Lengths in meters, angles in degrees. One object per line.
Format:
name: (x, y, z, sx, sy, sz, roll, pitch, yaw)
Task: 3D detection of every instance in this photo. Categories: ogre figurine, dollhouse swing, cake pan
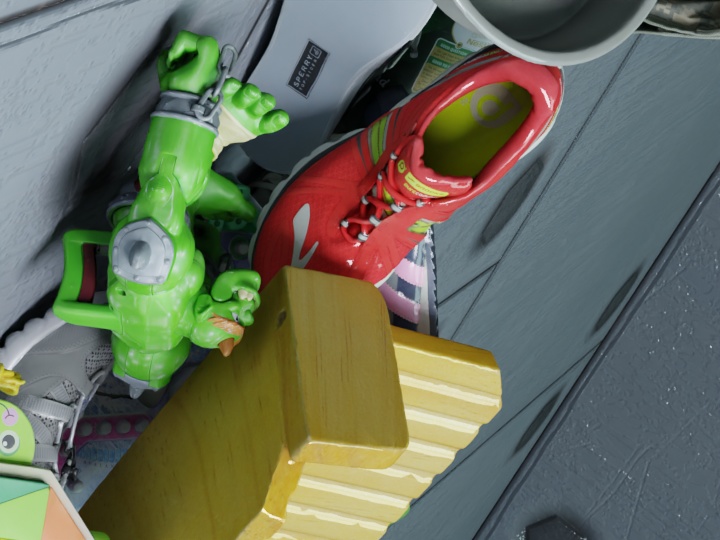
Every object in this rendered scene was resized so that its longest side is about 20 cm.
ogre figurine: (-0.093, -0.016, 1.332, 0.200, 0.098, 0.120, -44, -156, 58)
dollhouse swing: (-0.021, 0.127, 1.383, 0.200, 0.175, 0.182, -49, -150, 27)
cake pan: (0.085, -0.201, 1.344, 0.037, 0.201, 0.200, 1, -141, 47)

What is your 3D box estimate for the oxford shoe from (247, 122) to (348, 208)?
oxford shoe: (-0.037, -0.046, 1.576, 0.200, 0.075, 0.058, -40, 122, -25)

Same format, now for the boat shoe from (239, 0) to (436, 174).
boat shoe: (0.000, -0.132, 1.416, 0.068, 0.073, 0.200, -51, 173, -45)

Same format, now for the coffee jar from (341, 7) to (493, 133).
coffee jar: (0.057, -0.160, 1.478, 0.201, 0.085, 0.105, -61, -150, 33)

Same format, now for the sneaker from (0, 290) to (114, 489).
sneaker: (-0.171, 0.097, 1.371, 0.200, 0.082, 0.075, -49, 168, -22)

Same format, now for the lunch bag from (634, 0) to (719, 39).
lunch bag: (0.173, -0.204, 1.575, 0.118, 0.200, 0.164, -59, 168, 24)

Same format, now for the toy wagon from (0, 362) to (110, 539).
toy wagon: (-0.191, 0.143, 1.291, 0.039, 0.154, 0.201, 7, -93, 58)

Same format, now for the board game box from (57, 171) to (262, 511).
board game box: (-0.075, 0.084, 1.499, 0.200, 0.200, 0.026, -49, -152, -18)

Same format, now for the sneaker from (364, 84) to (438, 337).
sneaker: (0.000, 0.000, 1.466, 0.070, 0.081, 0.201, -96, -176, -73)

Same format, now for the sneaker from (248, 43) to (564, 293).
sneaker: (0.020, -0.048, 1.375, 0.200, 0.077, 0.085, -42, -175, 4)

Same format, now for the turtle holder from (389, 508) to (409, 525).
turtle holder: (-0.079, 0.120, 1.598, 0.141, 0.185, 0.132, 51, 47, -40)
